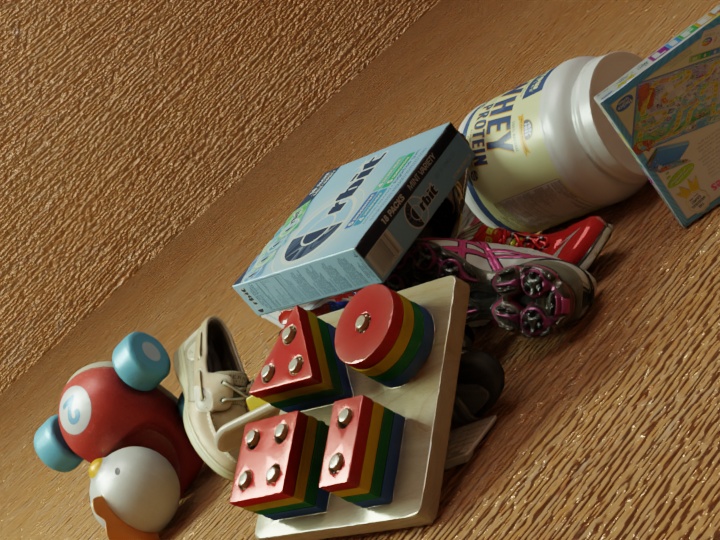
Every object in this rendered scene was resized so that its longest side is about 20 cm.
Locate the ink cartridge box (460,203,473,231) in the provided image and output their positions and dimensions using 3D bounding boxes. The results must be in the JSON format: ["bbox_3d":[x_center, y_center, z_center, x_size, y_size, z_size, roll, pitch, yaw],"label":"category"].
[{"bbox_3d":[0.054,-0.064,1.634,0.172,0.044,0.200,-14,20,28],"label":"ink cartridge box"}]

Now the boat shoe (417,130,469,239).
[{"bbox_3d":[0.068,-0.058,1.327,0.059,0.072,0.201,-26,33,54],"label":"boat shoe"}]

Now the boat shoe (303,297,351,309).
[{"bbox_3d":[-0.045,0.096,1.489,0.065,0.074,0.201,-19,32,45],"label":"boat shoe"}]

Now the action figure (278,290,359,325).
[{"bbox_3d":[-0.023,0.054,1.371,0.098,0.066,0.199,-18,-3,38],"label":"action figure"}]

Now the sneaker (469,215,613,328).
[{"bbox_3d":[0.141,-0.009,1.273,0.199,0.085,0.077,-27,17,42],"label":"sneaker"}]

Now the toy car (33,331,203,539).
[{"bbox_3d":[-0.249,0.207,1.458,0.184,0.176,0.201,-44,22,24],"label":"toy car"}]

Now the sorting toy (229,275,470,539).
[{"bbox_3d":[-0.018,0.106,1.113,0.199,0.069,0.201,-19,51,45],"label":"sorting toy"}]

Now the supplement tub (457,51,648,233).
[{"bbox_3d":[0.202,-0.125,1.376,0.199,0.146,0.145,-22,20,52],"label":"supplement tub"}]

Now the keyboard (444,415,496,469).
[{"bbox_3d":[0.030,0.162,1.149,0.199,0.011,0.056,-27,17,42],"label":"keyboard"}]

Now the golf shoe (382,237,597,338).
[{"bbox_3d":[0.110,0.012,1.209,0.198,0.074,0.092,13,18,33],"label":"golf shoe"}]

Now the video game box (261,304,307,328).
[{"bbox_3d":[-0.029,0.005,1.722,0.198,0.047,0.182,-28,8,-11],"label":"video game box"}]

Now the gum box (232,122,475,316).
[{"bbox_3d":[-0.008,-0.044,1.270,0.199,0.045,0.170,-16,31,51],"label":"gum box"}]

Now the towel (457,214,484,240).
[{"bbox_3d":[0.165,-0.081,1.618,0.199,0.023,0.144,-30,13,27],"label":"towel"}]

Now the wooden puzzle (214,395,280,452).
[{"bbox_3d":[-0.026,0.101,1.315,0.199,0.038,0.184,-34,-11,27],"label":"wooden puzzle"}]

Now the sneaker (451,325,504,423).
[{"bbox_3d":[0.074,0.076,1.193,0.115,0.075,0.199,-43,12,-34],"label":"sneaker"}]

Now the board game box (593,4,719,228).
[{"bbox_3d":[0.316,-0.150,1.167,0.199,0.135,0.034,-35,12,9],"label":"board game box"}]

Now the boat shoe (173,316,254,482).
[{"bbox_3d":[-0.143,0.130,1.424,0.065,0.071,0.201,-52,43,25],"label":"boat shoe"}]

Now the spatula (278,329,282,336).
[{"bbox_3d":[-0.045,0.059,1.704,0.056,0.021,0.199,-37,8,-38],"label":"spatula"}]
